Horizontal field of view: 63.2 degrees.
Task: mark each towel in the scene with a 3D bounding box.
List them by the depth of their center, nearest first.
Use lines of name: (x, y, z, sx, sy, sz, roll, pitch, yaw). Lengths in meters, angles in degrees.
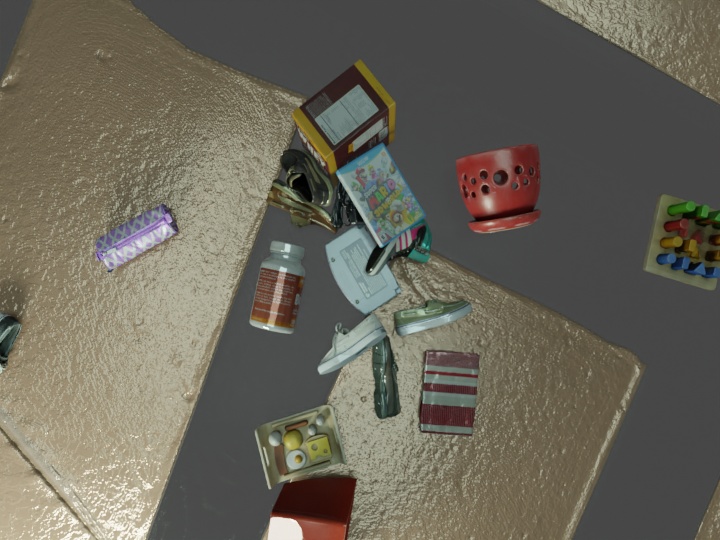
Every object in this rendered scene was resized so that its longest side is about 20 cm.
towel: (0.221, 0.305, 1.459, 0.140, 0.023, 0.206, 6, 89, -6)

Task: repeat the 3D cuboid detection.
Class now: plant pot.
plant pot: (-0.115, 0.593, 1.332, 0.171, 0.200, 0.206, 10, 98, 5)
plant pot: (0.337, -0.194, 1.402, 0.195, 0.200, 0.188, -12, 96, -4)

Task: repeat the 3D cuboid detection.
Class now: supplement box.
supplement box: (-0.033, -0.334, 1.367, 0.198, 0.198, 0.134, -38, 79, -5)

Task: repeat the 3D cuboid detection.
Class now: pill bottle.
pill bottle: (-0.191, 0.039, 1.393, 0.109, 0.112, 0.206, 12, 87, -3)

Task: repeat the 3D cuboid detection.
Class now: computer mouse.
computer mouse: (0.014, -0.161, 1.422, 0.196, 0.052, 0.143, 8, 95, -32)

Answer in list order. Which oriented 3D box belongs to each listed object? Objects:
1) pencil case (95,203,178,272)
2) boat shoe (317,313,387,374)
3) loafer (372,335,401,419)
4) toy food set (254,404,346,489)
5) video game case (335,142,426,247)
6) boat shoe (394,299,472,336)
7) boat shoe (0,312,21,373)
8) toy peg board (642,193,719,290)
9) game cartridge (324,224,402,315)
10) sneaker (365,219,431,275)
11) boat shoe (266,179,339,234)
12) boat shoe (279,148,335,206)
pencil case: (-0.531, -0.082, 1.387, 0.197, 0.085, 0.085, -31, 92, -5)
boat shoe: (-0.034, 0.168, 1.409, 0.200, 0.074, 0.087, -37, 69, 21)
loafer: (0.067, 0.258, 1.434, 0.061, 0.072, 0.207, -2, 93, -23)
toy food set: (-0.142, 0.423, 1.408, 0.195, 0.060, 0.148, -16, 89, -4)
video game case: (0.050, -0.177, 1.364, 0.142, 0.018, 0.203, -33, 93, -21)
boat shoe: (0.177, 0.104, 1.438, 0.195, 0.072, 0.064, -18, 91, -2)
boat shoe: (-0.852, 0.203, 1.359, 0.067, 0.074, 0.203, 23, 77, 11)
toy peg board: (0.849, -0.075, 1.480, 0.195, 0.098, 0.205, 15, 87, -3)
game cartridge: (0.000, 0.000, 1.447, 0.131, 0.042, 0.203, -31, 90, 0)
sneaker: (0.106, -0.046, 1.421, 0.120, 0.083, 0.202, 39, 79, -16)
boat shoe: (-0.143, -0.142, 1.428, 0.197, 0.076, 0.075, 33, 91, 6)
boat shoe: (-0.138, -0.225, 1.386, 0.200, 0.072, 0.076, 44, 128, 32)
